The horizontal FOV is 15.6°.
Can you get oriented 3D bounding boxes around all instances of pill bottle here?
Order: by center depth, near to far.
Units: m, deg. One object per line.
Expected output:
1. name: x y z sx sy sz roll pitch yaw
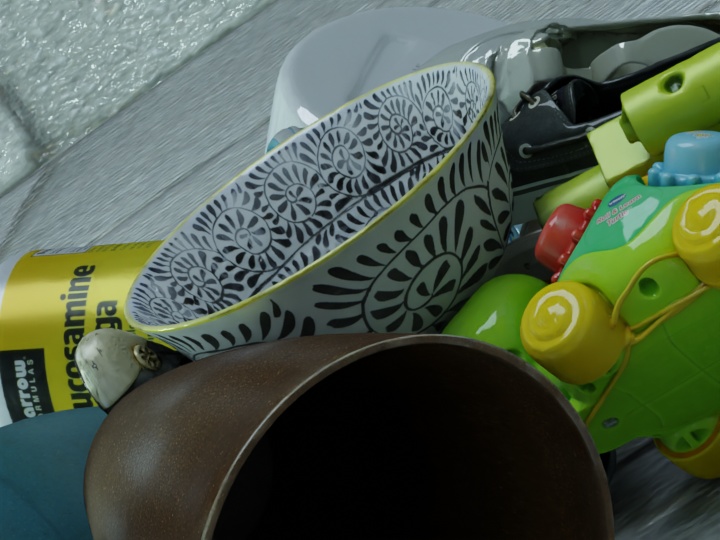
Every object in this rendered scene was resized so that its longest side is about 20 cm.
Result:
1. pill bottle: -0.133 0.042 1.388 0.200 0.113 0.112 -5 25 17

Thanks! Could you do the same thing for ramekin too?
1. ramekin: 0.039 -0.070 1.515 0.200 0.098 0.201 4 36 -3

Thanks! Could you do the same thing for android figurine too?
1. android figurine: 0.183 -0.046 1.167 0.200 0.182 0.041 -25 52 13

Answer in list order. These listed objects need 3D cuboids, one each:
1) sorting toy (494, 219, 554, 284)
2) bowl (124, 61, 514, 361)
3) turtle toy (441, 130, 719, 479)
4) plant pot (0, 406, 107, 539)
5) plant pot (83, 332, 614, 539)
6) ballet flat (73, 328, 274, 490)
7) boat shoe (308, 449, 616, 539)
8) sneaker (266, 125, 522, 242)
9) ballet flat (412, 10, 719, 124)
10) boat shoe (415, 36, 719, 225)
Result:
1. sorting toy: 0.175 -0.036 1.310 0.180 0.107 0.200 -24 18 21
2. bowl: 0.000 0.000 1.197 0.201 0.094 0.201 -32 17 11
3. turtle toy: 0.121 0.015 1.105 0.200 0.146 0.101 -32 48 21
4. plant pot: -0.123 0.150 1.255 0.188 0.200 0.200 -30 6 -38
5. plant pot: -0.030 0.105 1.069 0.187 0.187 0.200 -42 26 -19
6. ballet flat: -0.040 0.077 1.207 0.057 0.200 0.066 -50 17 34
7. boat shoe: 0.033 0.128 1.161 0.200 0.073 0.062 -36 9 -18
8. sneaker: 0.039 -0.014 1.374 0.130 0.200 0.080 -30 30 -6
9. ballet flat: 0.112 -0.099 1.298 0.200 0.070 0.069 -8 16 1
10. boat shoe: 0.105 -0.067 1.245 0.200 0.057 0.069 -13 22 27
